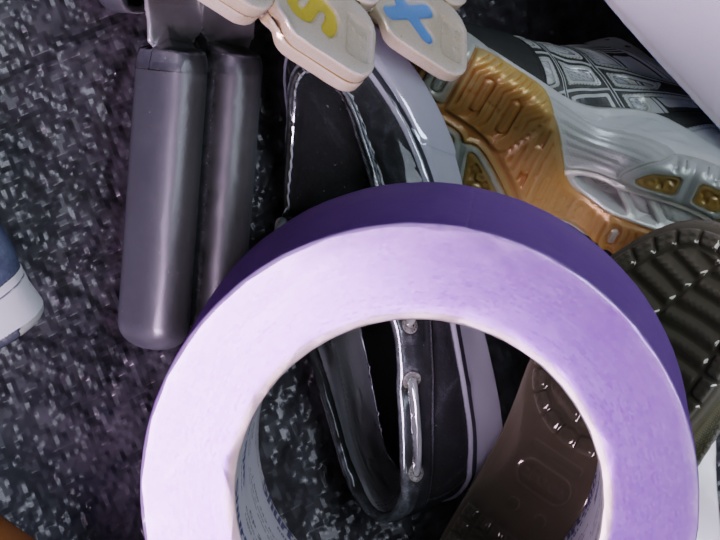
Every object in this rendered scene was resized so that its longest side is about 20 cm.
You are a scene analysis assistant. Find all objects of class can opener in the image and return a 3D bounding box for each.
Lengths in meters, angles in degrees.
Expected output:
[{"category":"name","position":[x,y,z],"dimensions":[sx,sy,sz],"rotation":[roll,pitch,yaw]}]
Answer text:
[{"category":"can opener","position":[-0.073,-0.071,1.104],"dimensions":[0.053,0.067,0.200],"rotation":[0,97,-41]}]

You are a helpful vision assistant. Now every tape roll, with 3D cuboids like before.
[{"category":"tape roll","position":[0.023,0.073,1.044],"dimensions":[0.200,0.085,0.200],"rotation":[1,102,5]}]

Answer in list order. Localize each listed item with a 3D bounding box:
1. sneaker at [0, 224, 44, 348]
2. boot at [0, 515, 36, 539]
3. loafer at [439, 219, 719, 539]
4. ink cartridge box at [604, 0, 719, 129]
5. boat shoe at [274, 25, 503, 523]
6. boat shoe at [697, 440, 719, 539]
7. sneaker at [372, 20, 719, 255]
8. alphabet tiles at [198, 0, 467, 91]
[{"category":"sneaker","position":[-0.217,-0.003,0.983],"dimensions":[0.202,0.077,0.146],"rotation":[-37,115,-37]},{"category":"boot","position":[-0.177,0.161,0.998],"dimensions":[0.200,0.077,0.155],"rotation":[-44,109,-28]},{"category":"loafer","position":[0.097,0.067,1.126],"dimensions":[0.200,0.076,0.068],"rotation":[-55,157,11]},{"category":"ink cartridge box","position":[0.203,-0.165,1.172],"dimensions":[0.145,0.147,0.200],"rotation":[45,38,-19]},{"category":"boat shoe","position":[-0.002,0.000,1.120],"dimensions":[0.068,0.074,0.200],"rotation":[-22,106,-44]},{"category":"boat shoe","position":[0.114,0.104,1.186],"dimensions":[0.068,0.072,0.200],"rotation":[-2,92,2]},{"category":"sneaker","position":[0.078,-0.064,1.183],"dimensions":[0.200,0.076,0.088],"rotation":[25,38,-14]},{"category":"alphabet tiles","position":[-0.030,-0.160,1.094],"dimensions":[0.195,0.015,0.200],"rotation":[32,41,-27]}]
